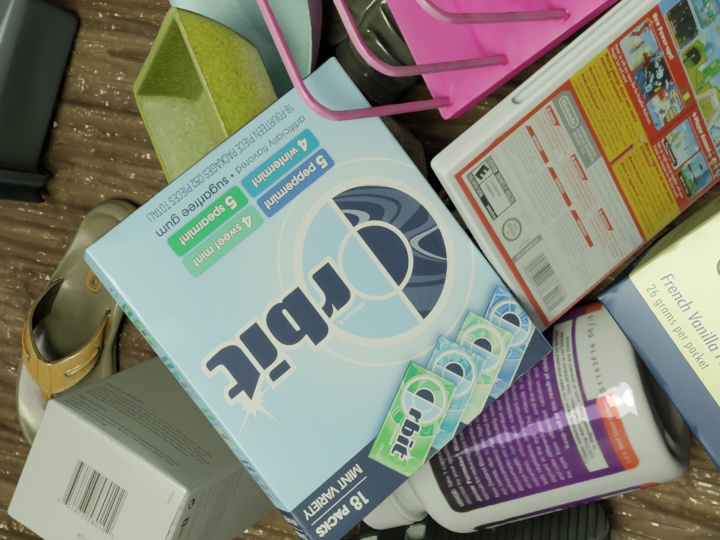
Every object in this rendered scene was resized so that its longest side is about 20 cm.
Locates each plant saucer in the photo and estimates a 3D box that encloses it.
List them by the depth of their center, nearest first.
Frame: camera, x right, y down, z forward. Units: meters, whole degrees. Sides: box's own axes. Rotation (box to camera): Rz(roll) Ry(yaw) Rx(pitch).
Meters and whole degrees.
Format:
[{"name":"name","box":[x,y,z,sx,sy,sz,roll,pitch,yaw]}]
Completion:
[{"name":"plant saucer","box":[-0.071,-0.192,0.835,0.201,0.038,0.203,44,148,36]},{"name":"plant saucer","box":[-0.074,-0.053,0.847,0.047,0.200,0.202,-23,90,-17]}]

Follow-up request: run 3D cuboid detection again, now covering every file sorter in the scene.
[{"name":"file sorter","box":[0.048,-0.179,0.668,0.199,0.125,0.140,-33,78,42]}]

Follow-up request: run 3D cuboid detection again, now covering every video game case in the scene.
[{"name":"video game case","box":[0.144,-0.073,0.728,0.199,0.143,0.017,-40,42,-3]}]

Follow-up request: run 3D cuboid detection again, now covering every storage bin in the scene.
[{"name":"storage bin","box":[-0.302,-0.149,0.930,0.198,0.145,0.136,24,97,16]}]

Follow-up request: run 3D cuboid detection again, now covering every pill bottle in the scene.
[{"name":"pill bottle","box":[0.089,0.095,0.820,0.198,0.111,0.113,-19,92,23]}]

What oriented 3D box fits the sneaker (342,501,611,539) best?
[{"name":"sneaker","box":[0.074,0.198,0.873,0.198,0.074,0.089,-15,111,22]}]

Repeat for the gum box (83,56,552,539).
[{"name":"gum box","box":[-0.022,0.018,0.725,0.169,0.045,0.201,-39,94,-14]}]

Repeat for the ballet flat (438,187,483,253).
[{"name":"ballet flat","box":[0.123,-0.065,0.798,0.199,0.062,0.068,-36,85,22]}]

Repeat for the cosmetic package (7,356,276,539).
[{"name":"cosmetic package","box":[-0.114,0.117,0.856,0.107,0.200,0.086,29,107,17]}]

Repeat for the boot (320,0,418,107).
[{"name":"boot","box":[0.004,-0.208,0.831,0.130,0.068,0.202,-28,87,27]}]

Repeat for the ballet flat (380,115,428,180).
[{"name":"ballet flat","box":[0.000,0.000,0.866,0.067,0.062,0.203,13,103,19]}]

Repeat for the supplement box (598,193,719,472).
[{"name":"supplement box","box":[0.254,-0.004,0.689,0.199,0.200,0.135,-37,86,21]}]

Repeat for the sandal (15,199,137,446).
[{"name":"sandal","box":[-0.206,0.044,0.960,0.080,0.054,0.202,28,108,15]}]
